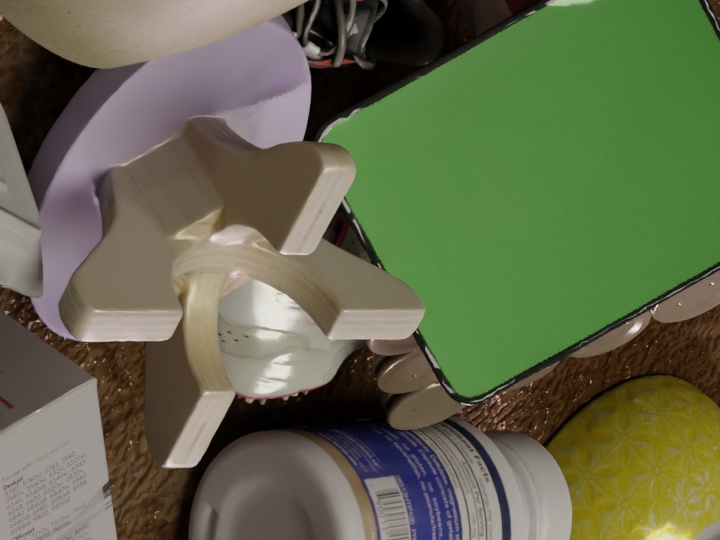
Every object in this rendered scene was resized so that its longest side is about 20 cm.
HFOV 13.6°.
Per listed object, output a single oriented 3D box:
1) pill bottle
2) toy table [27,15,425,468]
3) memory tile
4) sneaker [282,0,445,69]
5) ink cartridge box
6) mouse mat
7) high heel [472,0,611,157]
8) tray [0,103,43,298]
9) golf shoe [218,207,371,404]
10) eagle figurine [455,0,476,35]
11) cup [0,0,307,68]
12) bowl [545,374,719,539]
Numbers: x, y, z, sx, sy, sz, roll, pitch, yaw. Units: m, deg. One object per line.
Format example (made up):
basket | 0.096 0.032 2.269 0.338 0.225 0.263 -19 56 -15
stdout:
pill bottle | 0.017 0.137 1.604 0.199 0.119 0.120 -3 115 -48
toy table | -0.070 -0.012 1.368 0.183 0.117 0.201 -9 138 -28
memory tile | 0.097 0.015 1.516 0.199 0.017 0.153 -22 155 -2
sneaker | -0.032 -0.132 1.410 0.199 0.082 0.077 2 112 -48
ink cartridge box | -0.172 0.085 1.371 0.068 0.116 0.201 -30 134 -31
mouse mat | 0.096 -0.045 1.433 0.199 0.008 0.161 -29 106 2
high heel | 0.089 -0.151 1.470 0.096 0.200 0.067 -32 172 -20
tray | -0.186 -0.060 1.250 0.022 0.108 0.200 -27 158 14
golf shoe | 0.000 0.000 1.539 0.199 0.075 0.092 -21 125 -39
eagle figurine | 0.119 -0.070 1.571 0.199 0.152 0.151 -11 159 -24
cup | -0.092 -0.168 1.262 0.143 0.201 0.200 -44 147 24
bowl | 0.183 0.174 1.817 0.200 0.107 0.201 -25 130 -35
